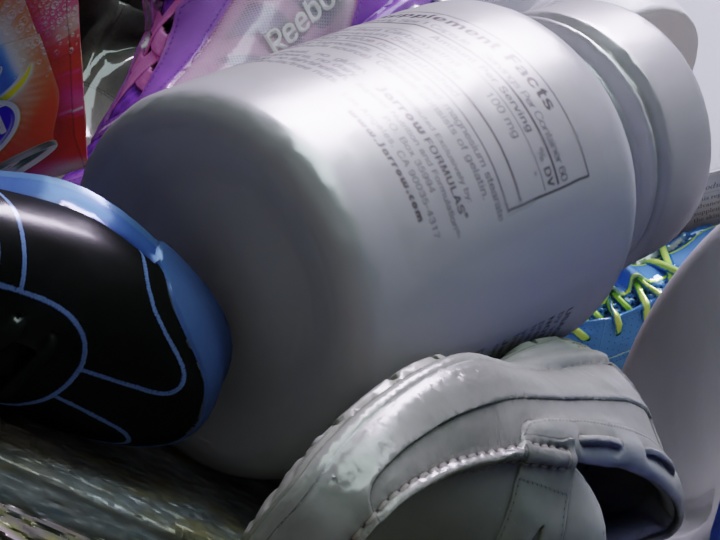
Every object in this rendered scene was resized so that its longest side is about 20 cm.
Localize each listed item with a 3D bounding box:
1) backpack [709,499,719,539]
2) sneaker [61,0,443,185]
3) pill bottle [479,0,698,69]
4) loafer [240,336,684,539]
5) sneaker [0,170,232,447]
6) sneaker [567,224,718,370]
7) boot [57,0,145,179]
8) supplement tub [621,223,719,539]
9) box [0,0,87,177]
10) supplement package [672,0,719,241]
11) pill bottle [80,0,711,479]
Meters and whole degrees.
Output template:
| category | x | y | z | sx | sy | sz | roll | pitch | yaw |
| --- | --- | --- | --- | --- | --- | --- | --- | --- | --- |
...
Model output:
| category | x | y | z | sx | sy | sz | roll | pitch | yaw |
| --- | --- | --- | --- | --- | --- | --- | --- | --- | --- |
| backpack | 0.175 | 0.094 | 0.634 | 0.167 | 0.163 | 0.200 | -7 | 32 | -41 |
| sneaker | -0.049 | -0.068 | 0.861 | 0.080 | 0.200 | 0.089 | -21 | -76 | 51 |
| pill bottle | 0.032 | -0.125 | 0.997 | 0.200 | 0.116 | 0.116 | 48 | 20 | 28 |
| loafer | 0.037 | 0.063 | 0.704 | 0.070 | 0.070 | 0.200 | 47 | 26 | 16 |
| sneaker | -0.123 | 0.003 | 0.657 | 0.199 | 0.070 | 0.078 | 30 | 32 | -18 |
| sneaker | 0.103 | 0.016 | 1.007 | 0.199 | 0.105 | 0.076 | 21 | 11 | -30 |
| boot | -0.095 | -0.080 | 0.926 | 0.067 | 0.131 | 0.200 | 27 | 10 | 1 |
| supplement tub | 0.194 | 0.073 | 0.832 | 0.199 | 0.146 | 0.145 | 23 | 10 | -19 |
| box | -0.172 | -0.101 | 0.780 | 0.099 | 0.096 | 0.200 | -20 | 40 | -27 |
| supplement package | 0.142 | -0.067 | 1.090 | 0.199 | 0.111 | 0.156 | -13 | 52 | -7 |
| pill bottle | 0.018 | -0.021 | 0.781 | 0.114 | 0.115 | 0.200 | 31 | 33 | 28 |
